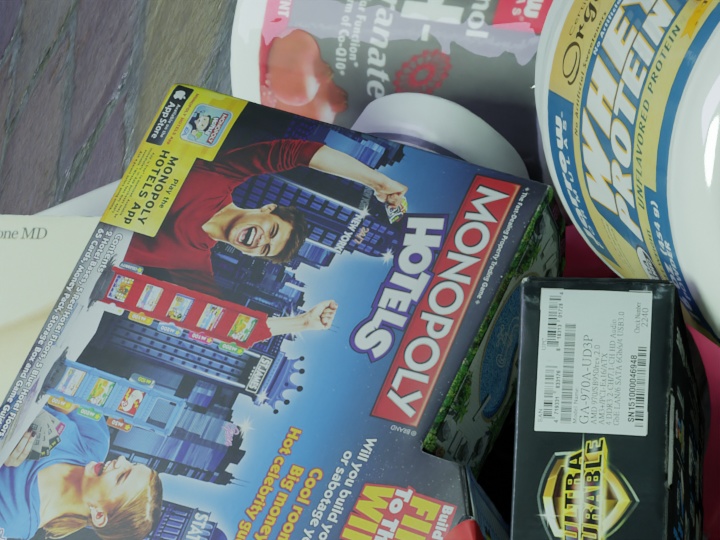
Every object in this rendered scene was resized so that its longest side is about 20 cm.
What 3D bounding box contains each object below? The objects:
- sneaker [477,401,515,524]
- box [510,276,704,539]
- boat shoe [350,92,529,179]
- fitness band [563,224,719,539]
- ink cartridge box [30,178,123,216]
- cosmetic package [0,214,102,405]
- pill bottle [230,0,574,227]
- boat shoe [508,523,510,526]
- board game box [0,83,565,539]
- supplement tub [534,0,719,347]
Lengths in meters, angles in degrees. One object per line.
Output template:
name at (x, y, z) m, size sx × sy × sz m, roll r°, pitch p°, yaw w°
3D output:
sneaker at (0.048, 0.066, 1.172) m, size 0.200 × 0.075 × 0.080 m, roll -50°, pitch 22°, yaw 47°
box at (0.075, 0.101, 0.876) m, size 0.200 × 0.046 × 0.160 m, roll 56°, pitch -144°, yaw -74°
boat shoe at (0.000, 0.000, 1.073) m, size 0.070 × 0.071 × 0.200 m, roll -59°, pitch 9°, yaw -24°
fitness band at (0.061, 0.072, 1.054) m, size 0.200 × 0.037 × 0.144 m, roll -41°, pitch 51°, yaw 23°
ink cartridge box at (-0.109, 0.083, 1.147) m, size 0.144 × 0.084 × 0.201 m, roll -21°, pitch 58°, yaw 13°
cosmetic package at (-0.111, 0.085, 1.054) m, size 0.073 × 0.103 × 0.201 m, roll 52°, pitch -137°, yaw -59°
pill bottle at (0.061, -0.074, 1.093) m, size 0.199 × 0.111 × 0.111 m, roll 10°, pitch 75°, yaw 29°
boat shoe at (0.035, 0.147, 1.124) m, size 0.200 × 0.066 × 0.070 m, roll -59°, pitch 18°, yaw 32°
board game box at (-0.014, 0.058, 0.950) m, size 0.201 × 0.199 × 0.062 m, roll -63°, pitch -29°, yaw -17°
supplement tub at (0.137, -0.044, 0.893) m, size 0.145 × 0.144 × 0.200 m, roll -67°, pitch 16°, yaw 6°
